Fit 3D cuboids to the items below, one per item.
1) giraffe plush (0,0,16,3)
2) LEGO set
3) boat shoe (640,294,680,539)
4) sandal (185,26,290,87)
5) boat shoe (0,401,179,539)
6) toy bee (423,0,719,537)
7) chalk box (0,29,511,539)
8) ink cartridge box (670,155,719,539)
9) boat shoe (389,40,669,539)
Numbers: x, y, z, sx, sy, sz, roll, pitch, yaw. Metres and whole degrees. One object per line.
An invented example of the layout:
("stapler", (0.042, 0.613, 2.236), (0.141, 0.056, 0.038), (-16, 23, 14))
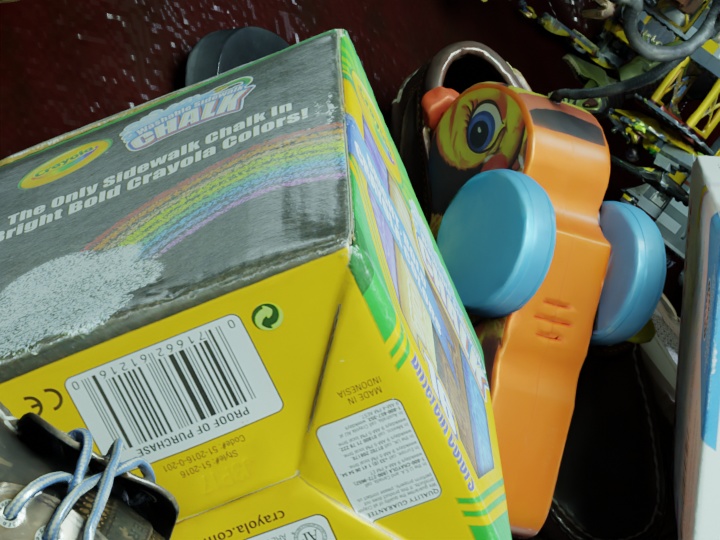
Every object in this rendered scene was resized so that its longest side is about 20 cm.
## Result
("giraffe plush", (-0.137, -0.195, 0.829), (0.162, 0.172, 0.201), (22, 65, -25))
("LEGO set", (0.114, -0.067, 1.170), (0.154, 0.116, 0.200), (38, 5, 18))
("boat shoe", (0.127, 0.064, 1.151), (0.200, 0.071, 0.065), (59, 35, -17))
("sandal", (0.000, 0.000, 1.018), (0.201, 0.043, 0.076), (63, 33, -13))
("boat shoe", (-0.080, 0.072, 0.704), (0.200, 0.072, 0.072), (62, 26, -22))
("toy bee", (0.057, -0.016, 0.978), (0.131, 0.109, 0.200), (40, 84, -35))
("chalk box", (-0.036, 0.021, 0.842), (0.200, 0.124, 0.124), (-91, 159, -65))
("ink cartridge box", (0.174, 0.035, 0.989), (0.200, 0.125, 0.129), (-68, 162, -78))
("boat shoe", (0.061, 0.013, 1.054), (0.070, 0.070, 0.201), (-21, 80, -17))
